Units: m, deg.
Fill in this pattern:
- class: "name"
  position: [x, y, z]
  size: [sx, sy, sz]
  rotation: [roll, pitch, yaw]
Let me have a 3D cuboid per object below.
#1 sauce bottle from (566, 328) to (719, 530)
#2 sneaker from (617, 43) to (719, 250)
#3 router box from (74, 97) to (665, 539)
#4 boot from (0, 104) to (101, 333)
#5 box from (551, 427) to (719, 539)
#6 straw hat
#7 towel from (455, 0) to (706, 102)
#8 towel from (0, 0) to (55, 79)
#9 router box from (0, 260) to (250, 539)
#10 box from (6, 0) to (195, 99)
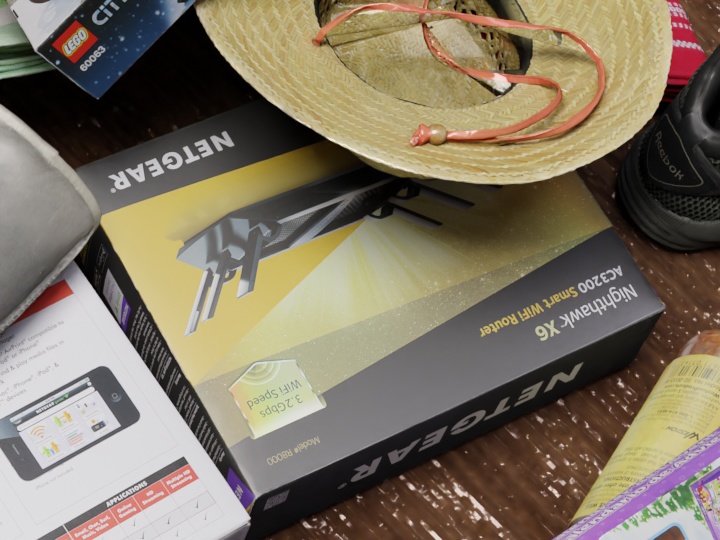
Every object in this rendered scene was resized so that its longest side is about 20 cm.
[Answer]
- class: "sauce bottle"
  position: [0.109, 0.112, 0.930]
  size: [0.066, 0.066, 0.200]
  rotation: [35, 60, 7]
- class: "sneaker"
  position: [0.216, -0.077, 1.033]
  size: [0.198, 0.114, 0.077]
  rotation: [-15, 68, -23]
- class: "router box"
  position: [0.000, 0.000, 0.971]
  size: [0.199, 0.052, 0.158]
  rotation: [-23, 69, -24]
- class: "boot"
  position: [-0.215, -0.002, 0.852]
  size: [0.181, 0.073, 0.201]
  rotation: [37, 65, -8]
- class: "box"
  position: [0.151, 0.166, 0.874]
  size: [0.136, 0.039, 0.201]
  rotation: [-30, 96, -19]
- class: "straw hat"
  position: [0.021, -0.086, 0.942]
  size: [0.199, 0.085, 0.202]
  rotation: [5, 53, -7]
- class: "towel"
  position: [0.081, -0.162, 1.066]
  size: [0.144, 0.022, 0.201]
  rotation: [4, 56, -41]
- class: "towel"
  position: [-0.218, -0.119, 0.926]
  size: [0.199, 0.024, 0.152]
  rotation: [24, 20, 20]
- class: "router box"
  position: [-0.171, 0.078, 0.888]
  size: [0.199, 0.049, 0.180]
  rotation: [-28, 71, -25]
- class: "box"
  position: [-0.065, -0.178, 0.906]
  size: [0.200, 0.038, 0.137]
  rotation: [-44, 44, 8]
